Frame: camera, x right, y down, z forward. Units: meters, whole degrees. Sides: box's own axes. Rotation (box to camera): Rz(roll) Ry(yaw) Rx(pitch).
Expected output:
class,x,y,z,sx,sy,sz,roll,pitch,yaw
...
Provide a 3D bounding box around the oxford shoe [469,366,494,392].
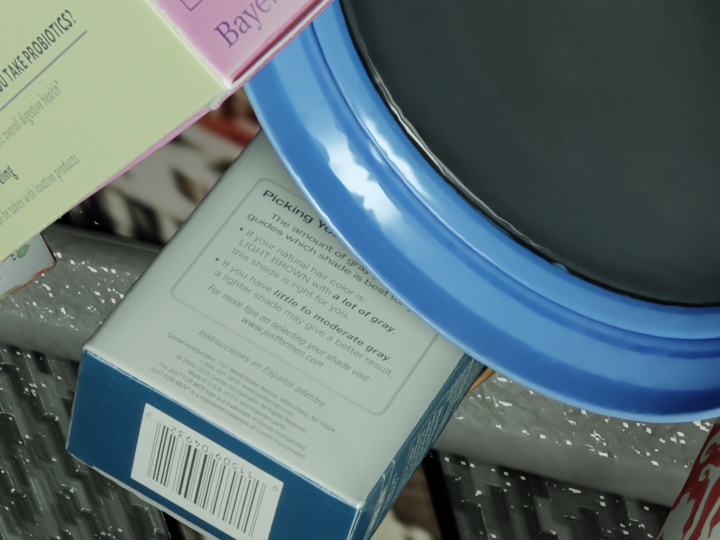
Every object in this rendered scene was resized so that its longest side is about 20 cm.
class,x,y,z,sx,sy,sz,roll,pitch,yaw
oxford shoe,0.005,0.032,1.010,0.071,0.071,0.200,40,145,-7

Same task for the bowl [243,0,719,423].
class,x,y,z,sx,sy,sz,roll,pitch,yaw
bowl,0.050,-0.049,0.724,0.200,0.039,0.201,29,144,23

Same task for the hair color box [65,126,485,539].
class,x,y,z,sx,sy,sz,roll,pitch,yaw
hair color box,0.000,0.000,0.869,0.100,0.200,0.061,30,142,9

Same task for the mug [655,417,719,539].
class,x,y,z,sx,sy,sz,roll,pitch,yaw
mug,0.167,0.093,0.836,0.177,0.200,0.134,-13,121,46

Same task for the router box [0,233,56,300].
class,x,y,z,sx,sy,sz,roll,pitch,yaw
router box,-0.200,-0.099,0.979,0.179,0.049,0.201,41,160,55

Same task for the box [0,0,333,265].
class,x,y,z,sx,sy,sz,roll,pitch,yaw
box,-0.104,-0.121,0.683,0.200,0.097,0.176,47,151,-7
